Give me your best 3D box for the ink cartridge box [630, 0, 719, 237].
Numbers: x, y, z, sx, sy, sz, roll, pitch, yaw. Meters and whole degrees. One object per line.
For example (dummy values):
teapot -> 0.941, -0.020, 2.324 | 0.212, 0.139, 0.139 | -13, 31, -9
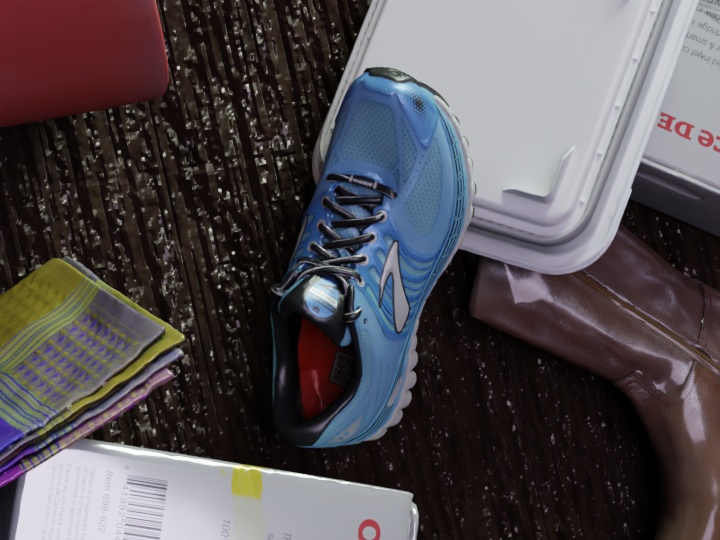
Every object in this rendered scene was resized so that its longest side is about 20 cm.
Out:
ink cartridge box -> 0.184, -0.136, 1.297 | 0.144, 0.084, 0.201 | 21, 77, -16

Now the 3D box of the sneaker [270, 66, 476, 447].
sneaker -> 0.000, 0.000, 1.172 | 0.078, 0.090, 0.201 | 15, 106, 21

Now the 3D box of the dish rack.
dish rack -> 0.072, -0.112, 1.222 | 0.171, 0.044, 0.201 | 17, 79, 22

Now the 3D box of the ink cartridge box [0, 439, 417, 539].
ink cartridge box -> -0.085, 0.166, 1.158 | 0.199, 0.083, 0.146 | 11, 80, -19

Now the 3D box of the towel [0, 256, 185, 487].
towel -> -0.190, 0.063, 1.111 | 0.200, 0.144, 0.023 | -31, 122, -16

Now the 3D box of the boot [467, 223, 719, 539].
boot -> 0.125, 0.060, 1.266 | 0.200, 0.064, 0.187 | 32, 61, -18

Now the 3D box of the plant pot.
plant pot -> -0.204, -0.147, 1.105 | 0.177, 0.200, 0.201 | -19, 91, -11
